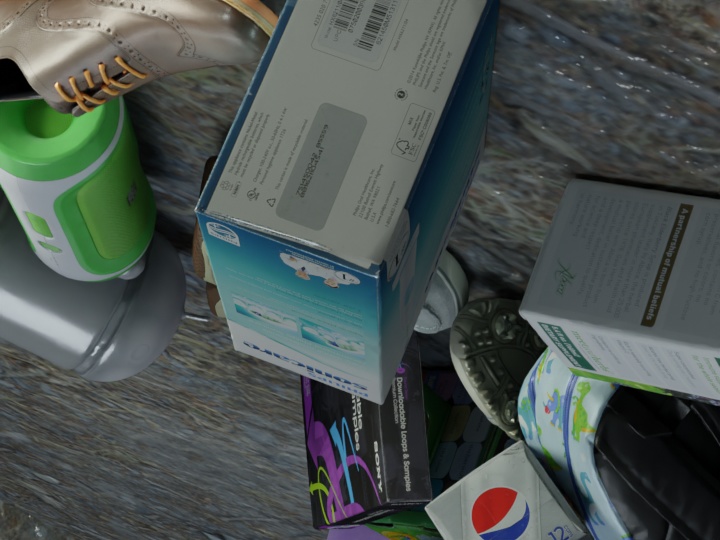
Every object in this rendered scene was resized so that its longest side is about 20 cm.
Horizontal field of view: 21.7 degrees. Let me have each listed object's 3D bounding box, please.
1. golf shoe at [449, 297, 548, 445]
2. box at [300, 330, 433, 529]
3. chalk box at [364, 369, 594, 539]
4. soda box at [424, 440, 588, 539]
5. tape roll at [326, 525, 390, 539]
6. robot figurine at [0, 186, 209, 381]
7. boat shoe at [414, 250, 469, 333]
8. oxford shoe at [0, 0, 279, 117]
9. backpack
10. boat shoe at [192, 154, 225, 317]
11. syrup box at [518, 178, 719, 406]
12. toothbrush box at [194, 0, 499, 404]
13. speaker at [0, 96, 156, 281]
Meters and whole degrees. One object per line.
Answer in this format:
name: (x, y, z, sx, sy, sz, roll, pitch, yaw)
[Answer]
golf shoe: (0.097, 0.076, 1.204, 0.097, 0.079, 0.200, 10, 158, 42)
box: (0.000, 0.095, 1.266, 0.036, 0.144, 0.200, -2, 168, -17)
chalk box: (0.090, 0.148, 1.344, 0.200, 0.125, 0.124, 34, 159, -30)
soda box: (0.084, 0.144, 1.100, 0.064, 0.068, 0.200, 55, 180, 7)
tape roll: (0.073, 0.240, 1.505, 0.200, 0.201, 0.085, 34, 159, -33)
robot figurine: (-0.203, 0.003, 1.284, 0.199, 0.114, 0.169, 28, 157, -17)
boat shoe: (0.001, 0.000, 1.097, 0.070, 0.072, 0.201, 11, 159, 32)
oxford shoe: (-0.117, -0.106, 0.924, 0.199, 0.073, 0.071, 5, 155, 43)
backpack: (0.181, 0.106, 1.061, 0.200, 0.163, 0.154, 48, 175, -39)
boat shoe: (-0.056, -0.018, 1.138, 0.074, 0.075, 0.202, 7, 168, 2)
syrup box: (0.188, 0.019, 0.914, 0.199, 0.082, 0.079, 12, 161, 33)
toothbrush box: (-0.001, -0.042, 0.855, 0.085, 0.147, 0.200, 20, 164, 9)
speaker: (-0.169, -0.059, 1.106, 0.088, 0.089, 0.200, 20, 163, 7)
